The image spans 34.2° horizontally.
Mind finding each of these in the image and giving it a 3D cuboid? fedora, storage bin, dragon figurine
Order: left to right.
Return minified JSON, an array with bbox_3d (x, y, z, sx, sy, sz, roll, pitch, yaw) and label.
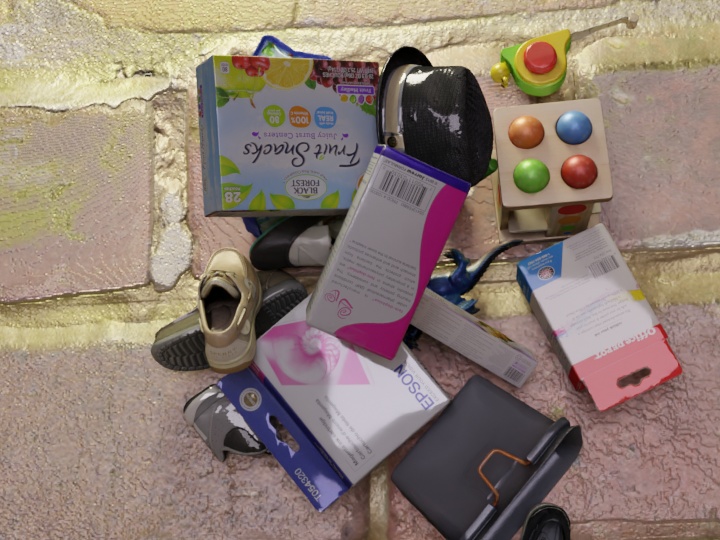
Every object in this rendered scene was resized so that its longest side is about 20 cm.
[{"bbox_3d":[0.095,-0.160,1.328,0.091,0.200,0.201,-5,71,30],"label":"fedora"},{"bbox_3d":[0.109,0.031,1.401,0.199,0.059,0.100,-17,74,4],"label":"dragon figurine"},{"bbox_3d":[0.133,0.219,1.309,0.134,0.146,0.200,36,79,24],"label":"storage bin"}]

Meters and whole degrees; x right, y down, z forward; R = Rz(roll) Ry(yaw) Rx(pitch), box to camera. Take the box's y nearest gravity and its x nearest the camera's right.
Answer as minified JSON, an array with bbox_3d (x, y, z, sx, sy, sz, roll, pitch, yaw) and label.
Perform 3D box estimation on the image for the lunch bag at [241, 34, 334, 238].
[{"bbox_3d":[-0.098,-0.152,1.419,0.127,0.170,0.200,23,76,15],"label":"lunch bag"}]

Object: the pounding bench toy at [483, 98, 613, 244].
[{"bbox_3d":[0.186,-0.113,1.389,0.199,0.156,0.125,-5,73,4],"label":"pounding bench toy"}]

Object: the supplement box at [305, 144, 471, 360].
[{"bbox_3d":[0.025,-0.021,1.233,0.101,0.103,0.200,24,94,-6],"label":"supplement box"}]

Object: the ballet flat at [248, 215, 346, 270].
[{"bbox_3d":[-0.038,-0.049,1.410,0.200,0.068,0.068,-31,48,-21],"label":"ballet flat"}]

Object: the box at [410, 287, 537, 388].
[{"bbox_3d":[0.114,0.068,1.350,0.200,0.039,0.041,30,104,-15],"label":"box"}]

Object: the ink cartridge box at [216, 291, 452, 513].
[{"bbox_3d":[-0.034,0.136,1.316,0.200,0.043,0.196,-41,79,0],"label":"ink cartridge box"}]

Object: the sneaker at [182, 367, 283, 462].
[{"bbox_3d":[-0.102,0.155,1.382,0.200,0.075,0.116,-36,78,4],"label":"sneaker"}]

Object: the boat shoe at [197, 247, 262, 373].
[{"bbox_3d":[-0.154,0.029,1.337,0.072,0.065,0.200,-11,38,3],"label":"boat shoe"}]

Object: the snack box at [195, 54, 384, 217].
[{"bbox_3d":[-0.074,-0.145,1.286,0.199,0.068,0.169,-2,87,-26],"label":"snack box"}]

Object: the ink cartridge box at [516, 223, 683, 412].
[{"bbox_3d":[0.278,0.061,1.374,0.116,0.067,0.200,-25,72,-2],"label":"ink cartridge box"}]

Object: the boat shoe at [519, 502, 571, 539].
[{"bbox_3d":[0.199,0.358,1.277,0.074,0.066,0.200,14,85,0],"label":"boat shoe"}]

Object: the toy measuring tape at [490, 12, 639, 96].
[{"bbox_3d":[0.263,-0.267,1.477,0.199,0.074,0.074,-16,72,0],"label":"toy measuring tape"}]

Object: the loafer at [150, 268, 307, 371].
[{"bbox_3d":[-0.163,0.056,1.420,0.200,0.075,0.070,-24,47,-9],"label":"loafer"}]
